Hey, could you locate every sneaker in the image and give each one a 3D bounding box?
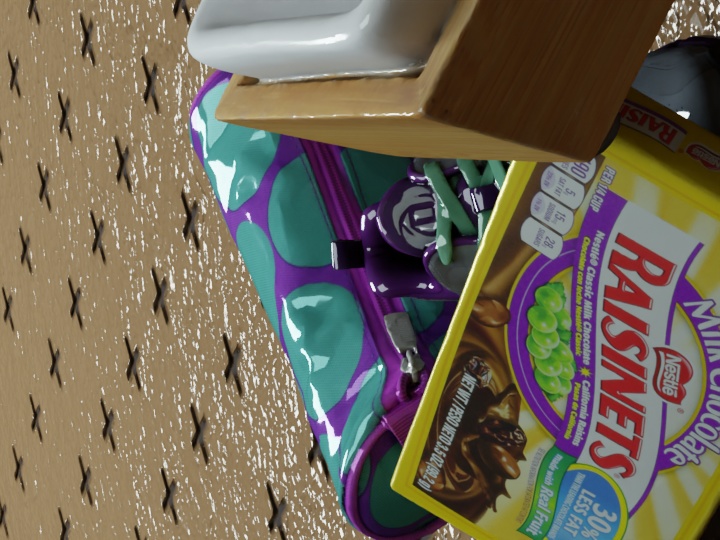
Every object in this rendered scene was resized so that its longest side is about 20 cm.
[{"bbox_3d":[0.058,-0.018,0.783,0.200,0.087,0.075,145,114,-67],"label":"sneaker"}]

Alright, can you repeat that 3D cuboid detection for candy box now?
[{"bbox_3d":[0.077,0.030,0.761,0.102,0.026,0.201,28,140,9],"label":"candy box"}]

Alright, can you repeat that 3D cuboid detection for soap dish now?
[{"bbox_3d":[0.044,-0.120,0.683,0.201,0.081,0.157,-63,21,-8],"label":"soap dish"}]

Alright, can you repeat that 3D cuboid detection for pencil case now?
[{"bbox_3d":[0.000,0.000,0.945,0.093,0.085,0.201,83,166,-54],"label":"pencil case"}]
